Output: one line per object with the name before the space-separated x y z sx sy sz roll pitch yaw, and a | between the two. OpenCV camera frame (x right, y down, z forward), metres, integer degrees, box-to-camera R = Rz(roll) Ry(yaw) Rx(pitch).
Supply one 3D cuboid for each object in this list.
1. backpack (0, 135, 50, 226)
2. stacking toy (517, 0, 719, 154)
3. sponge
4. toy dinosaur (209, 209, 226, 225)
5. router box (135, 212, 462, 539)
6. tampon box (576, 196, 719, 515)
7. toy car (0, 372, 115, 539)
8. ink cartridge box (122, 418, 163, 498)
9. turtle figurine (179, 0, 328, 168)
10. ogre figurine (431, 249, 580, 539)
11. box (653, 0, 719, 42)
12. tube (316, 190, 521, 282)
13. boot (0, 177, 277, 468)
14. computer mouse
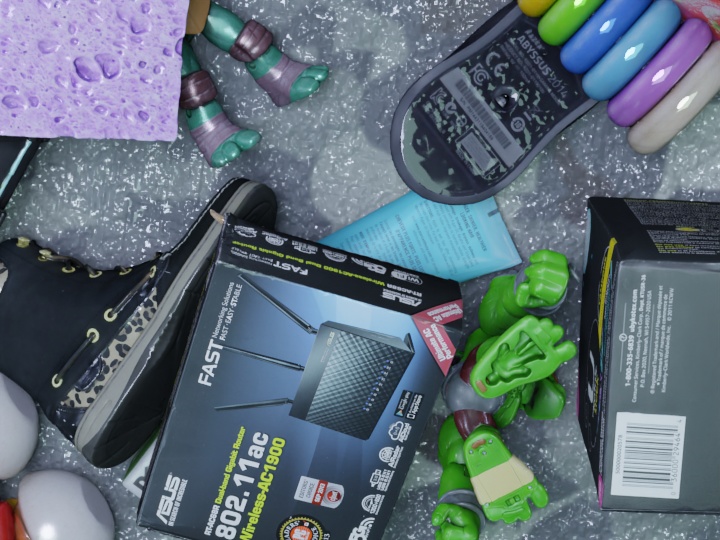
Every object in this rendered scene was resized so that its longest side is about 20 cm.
backpack | -0.295 -0.116 1.003 0.199 0.153 0.176 27 103 -22
stacking toy | 0.129 -0.165 0.989 0.200 0.085 0.085 44 101 0
sponge | -0.151 -0.175 0.932 0.111 0.030 0.201 1 106 -23
toy dinosaur | -0.010 0.034 1.030 0.106 0.061 0.201 -19 131 -1
router box | -0.039 0.081 0.997 0.149 0.062 0.201 16 117 -7
tampon box | 0.202 0.046 0.999 0.125 0.200 0.151 2 102 2
toy car | -0.273 0.172 1.072 0.175 0.150 0.200 -32 100 9
ink cartridge box | -0.088 0.122 1.099 0.200 0.059 0.104 38 101 -6
turtle figurine | -0.115 -0.170 1.014 0.150 0.101 0.200 -39 108 -4
ogre figurine | 0.086 0.076 1.052 0.098 0.120 0.201 -3 104 -1
box | 0.197 -0.221 0.982 0.200 0.095 0.103 37 83 -6
tube | 0.000 0.000 1.078 0.199 0.050 0.078 -24 101 3
boot | -0.161 0.004 1.052 0.153 0.073 0.204 31 85 26
computer mouse | 0.105 -0.115 1.048 0.200 0.053 0.139 -35 97 -3
